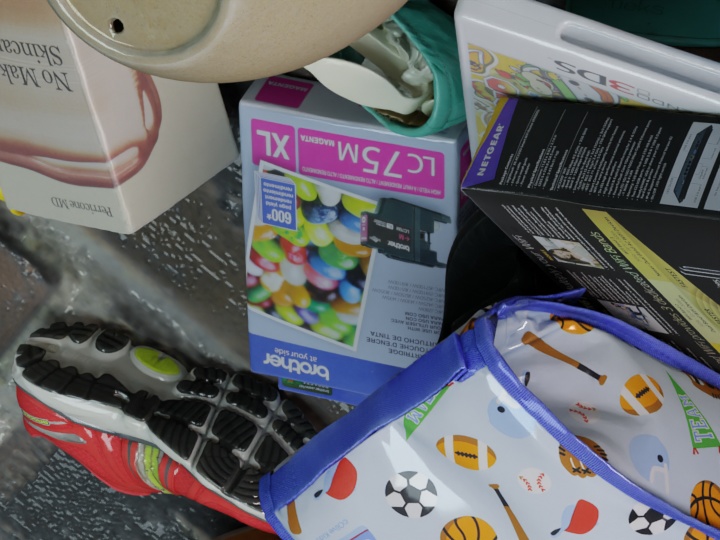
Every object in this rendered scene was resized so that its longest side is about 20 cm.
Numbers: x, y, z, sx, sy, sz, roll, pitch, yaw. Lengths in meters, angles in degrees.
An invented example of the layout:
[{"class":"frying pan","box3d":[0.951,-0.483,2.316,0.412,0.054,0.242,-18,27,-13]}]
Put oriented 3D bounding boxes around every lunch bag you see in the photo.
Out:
[{"class":"lunch bag","box3d":[0.077,0.099,1.317,0.200,0.124,0.170,25,133,-31]}]

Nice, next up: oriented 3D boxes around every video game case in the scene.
[{"class":"video game case","box3d":[0.134,-0.057,1.295,0.182,0.023,0.200,20,164,11]}]

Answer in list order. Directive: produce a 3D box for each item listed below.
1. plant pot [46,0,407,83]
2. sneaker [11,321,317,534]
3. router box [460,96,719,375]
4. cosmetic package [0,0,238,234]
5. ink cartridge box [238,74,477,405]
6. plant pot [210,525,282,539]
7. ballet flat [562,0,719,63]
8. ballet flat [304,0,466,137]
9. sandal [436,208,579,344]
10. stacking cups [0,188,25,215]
[{"class":"plant pot","box3d":[-0.072,-0.159,1.212,0.200,0.134,0.200,13,126,18]},{"class":"sneaker","box3d":[-0.102,0.096,1.555,0.200,0.077,0.085,26,140,17]},{"class":"router box","box3d":[0.164,-0.003,1.287,0.157,0.052,0.200,9,157,40]},{"class":"cosmetic package","box3d":[-0.145,-0.129,1.388,0.103,0.087,0.200,10,127,42]},{"class":"ink cartridge box","box3d":[0.000,0.000,1.456,0.119,0.042,0.200,11,127,18]},{"class":"plant pot","box3d":[-0.038,0.240,1.550,0.200,0.200,0.183,-15,99,32]},{"class":"ballet flat","box3d":[0.189,-0.093,1.296,0.200,0.068,0.072,6,144,22]},{"class":"ballet flat","box3d":[-0.025,-0.135,1.355,0.200,0.070,0.067,37,130,-2]},{"class":"sandal","box3d":[0.070,0.045,1.409,0.075,0.048,0.201,7,128,-14]},{"class":"stacking cups","box3d":[-0.257,-0.092,1.501,0.200,0.061,0.061,22,128,13]}]
